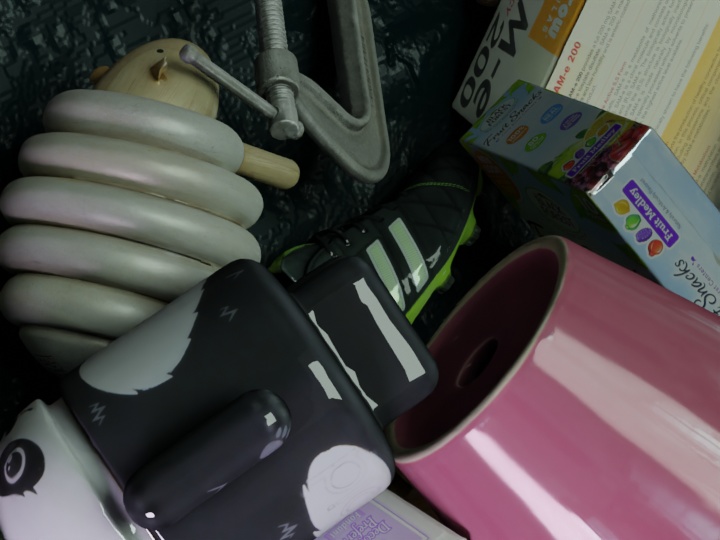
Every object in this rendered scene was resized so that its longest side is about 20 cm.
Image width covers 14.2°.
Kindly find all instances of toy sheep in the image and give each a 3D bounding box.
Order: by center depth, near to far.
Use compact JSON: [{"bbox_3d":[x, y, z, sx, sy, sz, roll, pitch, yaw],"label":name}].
[{"bbox_3d":[-0.107,-0.013,1.346,0.137,0.138,0.201,18,77,-33],"label":"toy sheep"}]

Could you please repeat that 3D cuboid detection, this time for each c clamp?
[{"bbox_3d":[-0.032,-0.129,1.431,0.171,0.027,0.201,43,30,-39],"label":"c clamp"}]

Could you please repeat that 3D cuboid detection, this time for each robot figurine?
[{"bbox_3d":[-0.066,0.073,1.263,0.200,0.125,0.150,-35,146,-5],"label":"robot figurine"}]

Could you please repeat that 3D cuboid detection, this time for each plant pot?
[{"bbox_3d":[0.118,0.087,1.317,0.179,0.200,0.200,39,59,-15],"label":"plant pot"}]

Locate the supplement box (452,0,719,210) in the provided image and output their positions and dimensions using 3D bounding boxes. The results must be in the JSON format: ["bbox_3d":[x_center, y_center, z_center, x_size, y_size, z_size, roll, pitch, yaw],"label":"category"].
[{"bbox_3d":[0.166,-0.106,1.573,0.199,0.074,0.126,16,106,-34],"label":"supplement box"}]

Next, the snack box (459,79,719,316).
[{"bbox_3d":[0.153,-0.001,1.466,0.053,0.142,0.200,-46,117,-9],"label":"snack box"}]

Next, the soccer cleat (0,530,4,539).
[{"bbox_3d":[-0.093,0.159,1.355,0.200,0.069,0.078,30,60,-25],"label":"soccer cleat"}]

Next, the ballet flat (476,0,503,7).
[{"bbox_3d":[0.049,-0.232,1.554,0.065,0.070,0.201,-31,96,-27],"label":"ballet flat"}]

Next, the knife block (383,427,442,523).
[{"bbox_3d":[0.068,0.102,1.482,0.200,0.064,0.176,-50,154,-2],"label":"knife block"}]

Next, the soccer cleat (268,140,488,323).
[{"bbox_3d":[0.000,0.000,1.465,0.081,0.067,0.200,36,60,-11],"label":"soccer cleat"}]

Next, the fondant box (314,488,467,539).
[{"bbox_3d":[-0.015,0.214,1.323,0.144,0.058,0.201,-39,145,-29],"label":"fondant box"}]
